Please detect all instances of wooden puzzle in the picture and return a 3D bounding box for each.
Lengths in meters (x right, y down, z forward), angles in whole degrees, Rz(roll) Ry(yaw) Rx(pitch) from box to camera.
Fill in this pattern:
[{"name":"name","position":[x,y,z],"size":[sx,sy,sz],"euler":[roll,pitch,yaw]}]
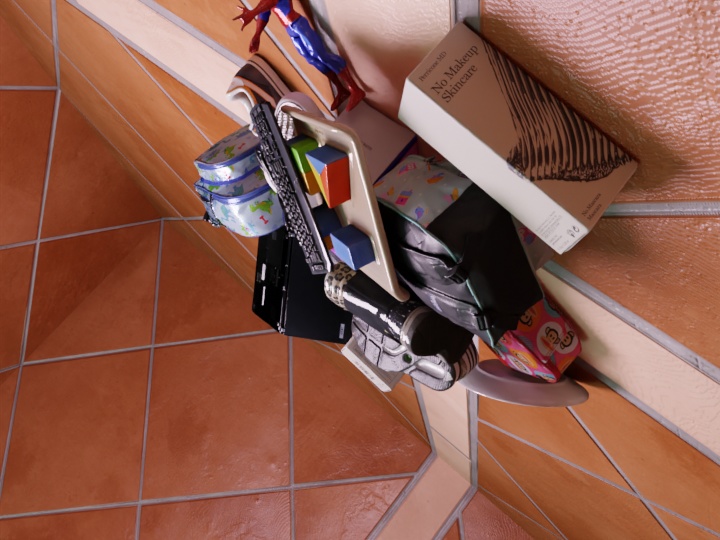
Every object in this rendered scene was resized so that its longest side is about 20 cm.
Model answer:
[{"name":"wooden puzzle","position":[-0.029,-0.072,0.720],"size":[0.185,0.046,0.203],"euler":[38,152,59]}]

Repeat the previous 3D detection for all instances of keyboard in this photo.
[{"name":"keyboard","position":[-0.087,-0.091,0.779],"size":[0.204,0.020,0.127],"euler":[69,165,-6]}]

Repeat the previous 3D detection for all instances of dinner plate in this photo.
[{"name":"dinner plate","position":[0.237,0.159,0.983],"size":[0.195,0.025,0.200],"euler":[6,-174,-1]}]

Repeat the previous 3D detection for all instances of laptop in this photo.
[{"name":"laptop","position":[-0.097,0.013,1.139],"size":[0.101,0.182,0.199],"euler":[0,-166,-33]}]

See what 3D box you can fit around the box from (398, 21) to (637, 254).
[{"name":"box","position":[0.132,-0.115,0.581],"size":[0.199,0.082,0.069],"euler":[40,166,7]}]

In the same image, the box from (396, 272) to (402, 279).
[{"name":"box","position":[0.060,-0.022,1.038],"size":[0.049,0.083,0.199],"euler":[44,166,-12]}]

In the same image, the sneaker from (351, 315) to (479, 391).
[{"name":"sneaker","position":[0.085,0.105,0.974],"size":[0.198,0.114,0.078],"euler":[26,115,36]}]

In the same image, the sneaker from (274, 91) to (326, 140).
[{"name":"sneaker","position":[-0.058,-0.182,0.883],"size":[0.071,0.086,0.201],"euler":[16,158,17]}]

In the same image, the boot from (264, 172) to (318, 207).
[{"name":"boot","position":[-0.070,-0.124,1.023],"size":[0.197,0.074,0.090],"euler":[24,179,-30]}]

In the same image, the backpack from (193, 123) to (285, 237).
[{"name":"backpack","position":[-0.176,-0.152,1.109],"size":[0.199,0.182,0.149],"euler":[28,148,50]}]

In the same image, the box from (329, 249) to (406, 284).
[{"name":"box","position":[0.000,0.000,0.975],"size":[0.143,0.036,0.199],"euler":[42,171,-15]}]

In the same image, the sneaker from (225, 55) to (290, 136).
[{"name":"sneaker","position":[-0.112,-0.212,0.977],"size":[0.200,0.080,0.078],"euler":[44,165,-8]}]

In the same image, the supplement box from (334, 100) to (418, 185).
[{"name":"supplement box","position":[0.014,-0.108,0.877],"size":[0.100,0.104,0.201],"euler":[35,163,21]}]

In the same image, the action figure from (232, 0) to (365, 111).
[{"name":"action figure","position":[-0.085,-0.253,0.752],"size":[0.065,0.099,0.201],"euler":[19,150,55]}]

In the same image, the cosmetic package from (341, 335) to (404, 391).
[{"name":"cosmetic package","position":[0.070,0.086,1.083],"size":[0.103,0.200,0.073],"euler":[42,165,2]}]

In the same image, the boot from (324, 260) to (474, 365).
[{"name":"boot","position":[0.057,0.049,0.838],"size":[0.152,0.075,0.202],"euler":[30,-174,29]}]

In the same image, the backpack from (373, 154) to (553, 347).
[{"name":"backpack","position":[0.099,-0.042,0.724],"size":[0.199,0.154,0.177],"euler":[26,158,52]}]

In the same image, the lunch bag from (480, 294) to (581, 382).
[{"name":"lunch bag","position":[0.193,0.058,0.921],"size":[0.200,0.082,0.176],"euler":[45,170,-12]}]
